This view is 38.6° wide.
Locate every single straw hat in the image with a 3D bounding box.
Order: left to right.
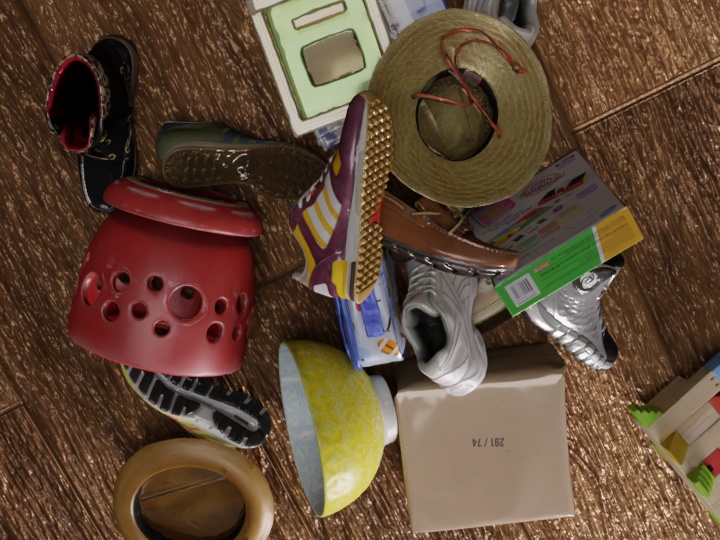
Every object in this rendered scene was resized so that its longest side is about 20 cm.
[{"bbox_3d":[0.092,-0.149,1.029,0.198,0.085,0.204,2,78,-10],"label":"straw hat"}]

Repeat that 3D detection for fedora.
[{"bbox_3d":[-0.200,0.274,1.256,0.198,0.082,0.203,1,108,4],"label":"fedora"}]

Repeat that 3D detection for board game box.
[{"bbox_3d":[0.199,-0.046,1.093,0.152,0.200,0.041,-32,111,11],"label":"board game box"}]

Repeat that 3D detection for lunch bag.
[{"bbox_3d":[0.000,0.000,1.136,0.075,0.160,0.203,-12,105,5],"label":"lunch bag"}]

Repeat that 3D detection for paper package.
[{"bbox_3d":[0.145,0.197,1.213,0.197,0.104,0.193,-7,105,3],"label":"paper package"}]

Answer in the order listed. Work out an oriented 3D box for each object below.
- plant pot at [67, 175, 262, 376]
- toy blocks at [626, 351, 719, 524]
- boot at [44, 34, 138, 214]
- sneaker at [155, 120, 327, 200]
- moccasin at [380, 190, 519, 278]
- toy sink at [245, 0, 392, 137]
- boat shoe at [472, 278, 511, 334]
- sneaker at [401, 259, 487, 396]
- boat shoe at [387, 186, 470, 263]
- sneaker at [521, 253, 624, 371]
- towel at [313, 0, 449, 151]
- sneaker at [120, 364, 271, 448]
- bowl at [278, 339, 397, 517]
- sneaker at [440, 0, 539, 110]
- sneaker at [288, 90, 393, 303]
[{"bbox_3d":[-0.207,0.000,1.132,0.198,0.200,0.185,13,96,-1],"label":"plant pot"},{"bbox_3d":[0.424,0.189,1.213,0.136,0.100,0.200,-40,100,0],"label":"toy blocks"},{"bbox_3d":[-0.289,-0.149,1.113,0.072,0.151,0.203,11,105,-1],"label":"boot"},{"bbox_3d":[-0.135,-0.133,1.152,0.198,0.090,0.068,2,124,-29],"label":"sneaker"},{"bbox_3d":[0.063,-0.048,1.016,0.199,0.074,0.079,22,87,18],"label":"moccasin"},{"bbox_3d":[-0.041,-0.258,1.072,0.129,0.112,0.202,-18,100,5],"label":"toy sink"},{"bbox_3d":[0.167,0.011,1.185,0.199,0.072,0.065,-38,71,15],"label":"boat shoe"},{"bbox_3d":[0.082,0.032,1.134,0.077,0.202,0.099,-29,147,26],"label":"sneaker"},{"bbox_3d":[0.092,-0.090,1.137,0.073,0.065,0.200,42,70,11],"label":"boat shoe"},{"bbox_3d":[0.260,0.035,1.141,0.116,0.075,0.199,-45,134,15],"label":"sneaker"},{"bbox_3d":[0.012,-0.242,1.142,0.198,0.024,0.148,-26,100,7],"label":"towel"},{"bbox_3d":[-0.206,0.155,1.225,0.199,0.090,0.079,38,61,-11],"label":"sneaker"},{"bbox_3d":[-0.020,0.169,1.180,0.106,0.200,0.203,-12,105,-14],"label":"bowl"},{"bbox_3d":[0.140,-0.226,1.076,0.077,0.099,0.203,6,97,-18],"label":"sneaker"},{"bbox_3d":[-0.025,-0.070,0.956,0.089,0.075,0.203,14,111,20],"label":"sneaker"}]
